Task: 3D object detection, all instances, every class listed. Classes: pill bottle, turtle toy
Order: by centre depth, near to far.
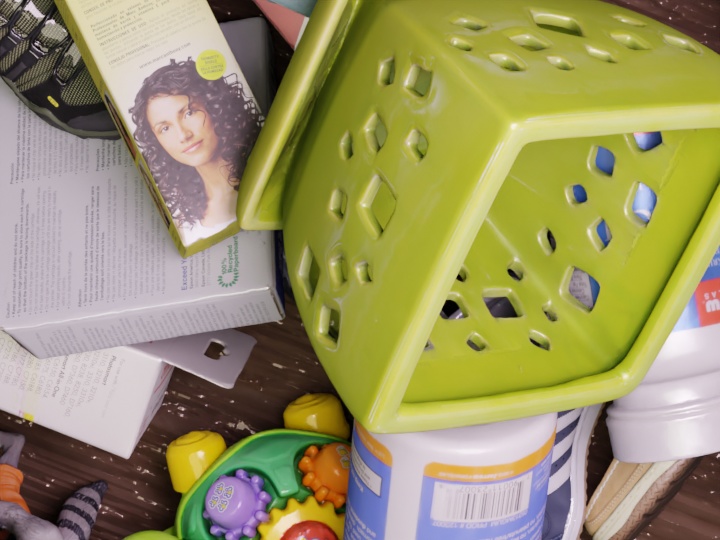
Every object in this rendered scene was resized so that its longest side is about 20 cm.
[{"bbox_3d":[0.165,0.000,1.561,0.111,0.112,0.201,-11,95,7],"label":"pill bottle"},{"bbox_3d":[0.046,0.147,1.563,0.111,0.112,0.201,8,123,4],"label":"pill bottle"},{"bbox_3d":[-0.062,0.165,1.649,0.199,0.101,0.147,-17,100,-12],"label":"turtle toy"}]

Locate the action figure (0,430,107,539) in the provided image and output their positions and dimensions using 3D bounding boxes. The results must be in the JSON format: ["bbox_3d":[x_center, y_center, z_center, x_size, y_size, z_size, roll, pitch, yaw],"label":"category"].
[{"bbox_3d":[-0.195,0.149,1.621,0.104,0.194,0.201,-7,109,-6],"label":"action figure"}]

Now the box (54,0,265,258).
[{"bbox_3d":[-0.109,-0.113,1.527,0.075,0.050,0.201,-27,85,-9],"label":"box"}]

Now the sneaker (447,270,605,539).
[{"bbox_3d":[0.085,0.094,1.622,0.070,0.108,0.201,19,94,42],"label":"sneaker"}]

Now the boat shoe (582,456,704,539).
[{"bbox_3d":[0.183,0.070,1.652,0.076,0.072,0.200,36,94,10],"label":"boat shoe"}]

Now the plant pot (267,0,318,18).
[{"bbox_3d":[-0.004,-0.244,1.479,0.199,0.200,0.197,28,107,-1],"label":"plant pot"}]

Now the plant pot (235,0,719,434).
[{"bbox_3d":[0.061,-0.055,1.438,0.182,0.199,0.200,49,128,33],"label":"plant pot"}]

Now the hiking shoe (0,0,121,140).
[{"bbox_3d":[-0.191,-0.141,1.584,0.199,0.101,0.076,27,79,25],"label":"hiking shoe"}]

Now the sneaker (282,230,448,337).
[{"bbox_3d":[0.000,0.000,1.656,0.200,0.070,0.082,45,85,-8],"label":"sneaker"}]

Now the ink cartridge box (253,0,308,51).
[{"bbox_3d":[0.037,-0.197,1.603,0.200,0.068,0.117,-40,94,12],"label":"ink cartridge box"}]

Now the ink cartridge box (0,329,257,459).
[{"bbox_3d":[-0.170,0.046,1.647,0.199,0.115,0.068,21,105,1],"label":"ink cartridge box"}]

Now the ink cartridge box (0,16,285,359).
[{"bbox_3d":[-0.144,-0.046,1.603,0.199,0.197,0.043,-9,145,9],"label":"ink cartridge box"}]
